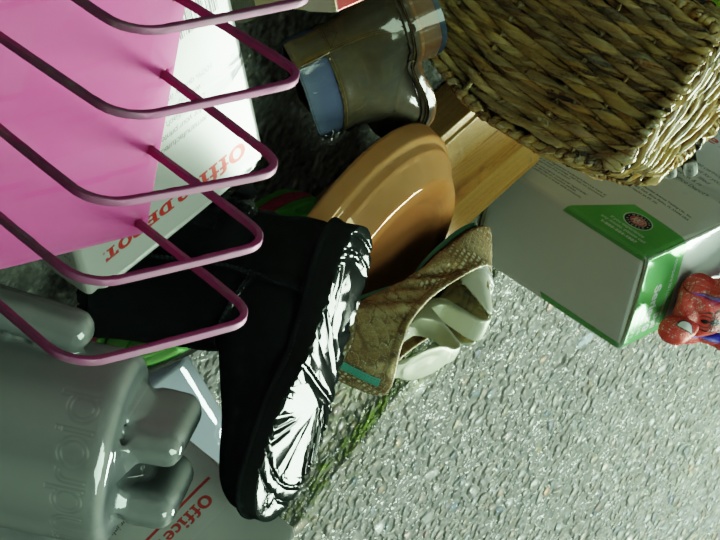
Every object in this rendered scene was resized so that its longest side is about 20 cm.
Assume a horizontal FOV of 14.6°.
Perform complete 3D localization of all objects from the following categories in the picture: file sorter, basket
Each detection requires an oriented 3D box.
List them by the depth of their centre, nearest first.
[{"bbox_3d":[-0.118,-0.070,1.448,0.139,0.125,0.201,-15,129,-41],"label":"file sorter"},{"bbox_3d":[0.141,-0.144,1.814,0.143,0.200,0.149,-55,161,11],"label":"basket"}]

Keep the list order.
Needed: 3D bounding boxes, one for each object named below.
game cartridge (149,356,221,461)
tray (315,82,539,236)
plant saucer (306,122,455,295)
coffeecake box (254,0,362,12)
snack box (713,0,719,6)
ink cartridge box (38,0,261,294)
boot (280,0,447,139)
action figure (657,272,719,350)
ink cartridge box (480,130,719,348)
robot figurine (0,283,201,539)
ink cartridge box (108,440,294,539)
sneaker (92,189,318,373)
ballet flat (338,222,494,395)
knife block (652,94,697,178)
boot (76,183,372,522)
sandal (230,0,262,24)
[{"bbox_3d":[-0.167,0.142,1.799,0.200,0.040,0.133,-48,143,-15],"label":"game cartridge"},{"bbox_3d":[0.041,-0.056,1.913,0.200,0.037,0.099,-41,144,-23],"label":"tray"},{"bbox_3d":[0.000,0.000,1.791,0.200,0.037,0.200,-49,162,-22],"label":"plant saucer"},{"bbox_3d":[0.016,-0.254,1.635,0.200,0.073,0.154,-28,115,-38],"label":"coffeecake box"},{"bbox_3d":[0.310,-0.219,1.984,0.053,0.200,0.143,-42,144,-25],"label":"snack box"},{"bbox_3d":[-0.144,-0.110,1.571,0.145,0.084,0.200,-40,143,-26],"label":"ink cartridge box"},{"bbox_3d":[-0.007,-0.122,1.759,0.097,0.075,0.200,-23,162,-12],"label":"boot"},{"bbox_3d":[0.295,0.023,1.998,0.200,0.099,0.065,-24,137,-38],"label":"action figure"},{"bbox_3d":[0.206,-0.038,2.044,0.200,0.146,0.084,-22,135,-42],"label":"ink cartridge box"},{"bbox_3d":[-0.193,0.088,1.592,0.113,0.199,0.170,-63,163,-68],"label":"robot figurine"},{"bbox_3d":[-0.142,0.148,1.675,0.115,0.200,0.068,-45,155,-19],"label":"ink cartridge box"},{"bbox_3d":[-0.088,0.024,1.769,0.200,0.077,0.084,-28,140,-33],"label":"sneaker"},{"bbox_3d":[0.043,0.031,1.790,0.200,0.065,0.071,-35,156,-48],"label":"ballet flat"},{"bbox_3d":[0.195,-0.158,1.899,0.200,0.175,0.064,-46,152,-19],"label":"knife block"},{"bbox_3d":[-0.093,0.037,1.657,0.073,0.162,0.199,47,58,-65],"label":"boot"},{"bbox_3d":[-0.010,-0.194,1.710,0.200,0.055,0.082,-19,131,-45],"label":"sandal"}]
